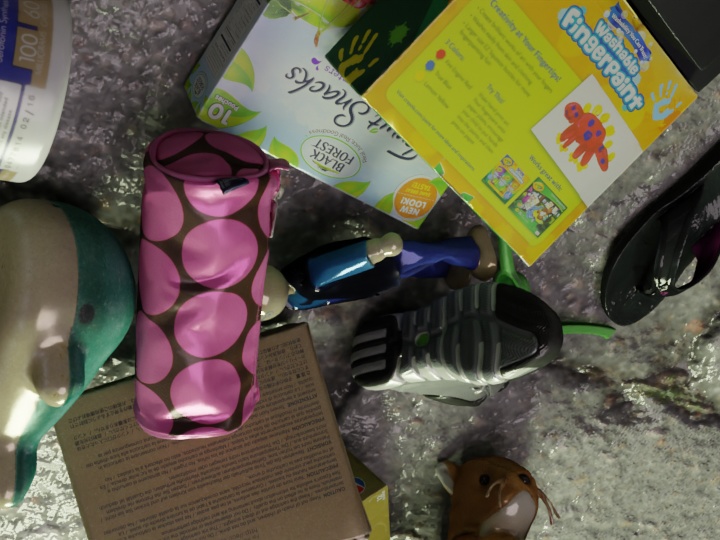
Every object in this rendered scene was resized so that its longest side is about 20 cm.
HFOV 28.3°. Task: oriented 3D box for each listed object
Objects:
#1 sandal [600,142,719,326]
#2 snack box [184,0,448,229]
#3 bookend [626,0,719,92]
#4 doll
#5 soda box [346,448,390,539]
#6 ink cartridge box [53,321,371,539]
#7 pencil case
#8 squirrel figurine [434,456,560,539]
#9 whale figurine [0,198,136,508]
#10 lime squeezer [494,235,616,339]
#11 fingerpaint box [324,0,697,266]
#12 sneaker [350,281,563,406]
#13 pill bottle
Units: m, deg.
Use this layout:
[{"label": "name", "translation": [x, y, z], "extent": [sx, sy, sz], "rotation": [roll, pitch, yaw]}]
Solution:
[{"label": "sandal", "translation": [0.268, -0.032, 1.155], "extent": [0.075, 0.048, 0.201], "rotation": [29, 107, -34]}, {"label": "snack box", "translation": [-0.001, -0.131, 0.980], "extent": [0.198, 0.053, 0.143], "rotation": [24, 112, -33]}, {"label": "bookend", "translation": [0.216, -0.195, 0.931], "extent": [0.092, 0.201, 0.198], "rotation": [-41, 126, 10]}, {"label": "doll", "translation": [0.000, 0.000, 1.035], "extent": [0.197, 0.136, 0.049], "rotation": [-8, 81, -27]}, {"label": "soda box", "translation": [-0.018, 0.246, 1.199], "extent": [0.067, 0.064, 0.202], "rotation": [-29, 134, -28]}, {"label": "ink cartridge box", "translation": [-0.111, 0.145, 1.054], "extent": [0.197, 0.075, 0.167], "rotation": [-17, 91, -12]}, {"label": "pencil case", "translation": [-0.101, 0.013, 0.946], "extent": [0.092, 0.091, 0.203], "rotation": [1, 118, -14]}, {"label": "squirrel figurine", "translation": [0.092, 0.259, 1.218], "extent": [0.140, 0.189, 0.200], "rotation": [13, 149, -21]}, {"label": "whale figurine", "translation": [-0.212, 0.055, 0.960], "extent": [0.103, 0.158, 0.203], "rotation": [5, 102, -36]}, {"label": "lime squeezer", "translation": [0.140, 0.018, 1.145], "extent": [0.070, 0.038, 0.200], "rotation": [-37, 127, 5]}, {"label": "fingerpaint box", "translation": [0.102, -0.130, 0.946], "extent": [0.167, 0.073, 0.200], "rotation": [-45, 128, 6]}, {"label": "sneaker", "translation": [0.096, 0.063, 1.097], "extent": [0.115, 0.198, 0.076], "rotation": [21, 69, -42]}, {"label": "pill bottle", "translation": [-0.278, -0.128, 0.831], "extent": [0.197, 0.120, 0.121], "rotation": [10, 118, -27]}]
